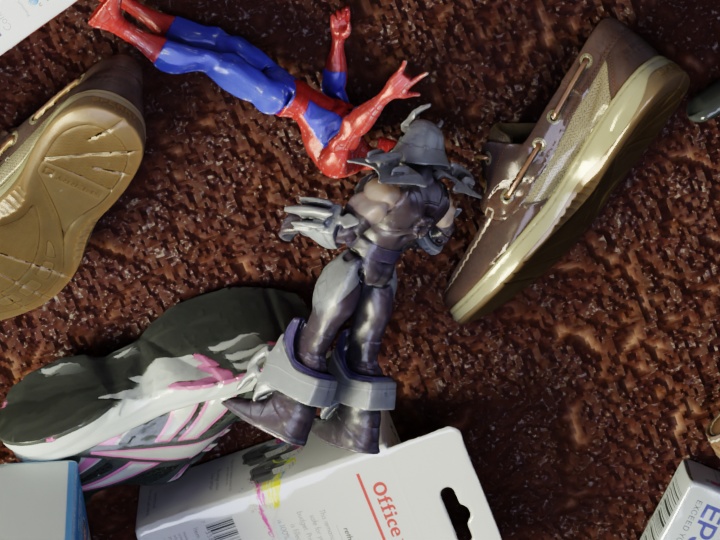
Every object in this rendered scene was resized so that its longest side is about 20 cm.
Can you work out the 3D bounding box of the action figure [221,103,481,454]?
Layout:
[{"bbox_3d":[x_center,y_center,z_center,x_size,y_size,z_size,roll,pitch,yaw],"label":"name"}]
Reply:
[{"bbox_3d":[0.000,0.000,1.603,0.130,0.069,0.200,11,105,-48],"label":"action figure"}]

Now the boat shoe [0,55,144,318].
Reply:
[{"bbox_3d":[-0.179,-0.048,1.633,0.072,0.072,0.200,25,132,-18],"label":"boat shoe"}]

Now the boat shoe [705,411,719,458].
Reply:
[{"bbox_3d":[0.269,0.029,1.679,0.200,0.076,0.072,-45,102,5],"label":"boat shoe"}]

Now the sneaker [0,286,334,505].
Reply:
[{"bbox_3d":[-0.107,0.078,1.697,0.200,0.080,0.086,-17,133,5],"label":"sneaker"}]

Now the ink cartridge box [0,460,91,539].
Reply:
[{"bbox_3d":[-0.191,0.229,1.673,0.085,0.145,0.200,-3,133,-1],"label":"ink cartridge box"}]

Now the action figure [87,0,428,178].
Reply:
[{"bbox_3d":[-0.040,-0.123,1.612,0.200,0.065,0.099,34,116,-13],"label":"action figure"}]

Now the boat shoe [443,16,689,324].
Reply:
[{"bbox_3d":[0.102,-0.057,1.649,0.072,0.072,0.200,44,119,15],"label":"boat shoe"}]

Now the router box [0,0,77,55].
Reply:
[{"bbox_3d":[-0.191,-0.243,1.573,0.179,0.049,0.200,-35,108,12],"label":"router box"}]

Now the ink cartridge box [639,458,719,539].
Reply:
[{"bbox_3d":[0.244,0.237,1.772,0.200,0.043,0.196,22,109,-8],"label":"ink cartridge box"}]

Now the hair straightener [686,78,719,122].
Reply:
[{"bbox_3d":[0.262,-0.144,1.623,0.200,0.041,0.077,-38,108,13],"label":"hair straightener"}]

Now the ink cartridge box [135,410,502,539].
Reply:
[{"bbox_3d":[-0.020,0.156,1.721,0.200,0.068,0.115,-19,111,7],"label":"ink cartridge box"}]
